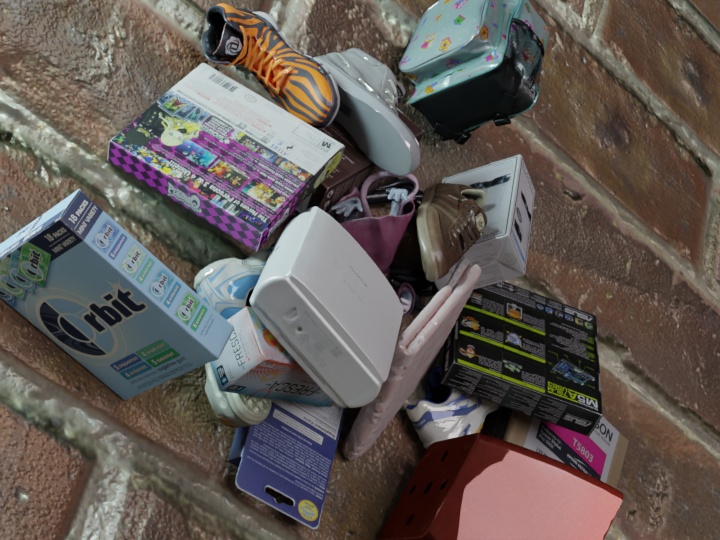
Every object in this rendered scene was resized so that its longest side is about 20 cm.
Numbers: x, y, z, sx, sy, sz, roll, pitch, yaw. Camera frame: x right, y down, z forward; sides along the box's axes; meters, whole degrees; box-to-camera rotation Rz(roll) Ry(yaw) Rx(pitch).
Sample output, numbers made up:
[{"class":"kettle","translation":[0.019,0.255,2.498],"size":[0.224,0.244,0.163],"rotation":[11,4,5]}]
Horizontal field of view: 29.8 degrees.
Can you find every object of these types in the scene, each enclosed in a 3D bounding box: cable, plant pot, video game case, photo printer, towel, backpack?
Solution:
[{"class":"cable","translation":[0.043,-0.052,1.683],"size":[0.199,0.051,0.164],"rotation":[36,52,-27]},{"class":"plant pot","translation":[0.142,0.291,1.523],"size":[0.176,0.200,0.201],"rotation":[37,67,-11]},{"class":"video game case","translation":[-0.145,-0.129,1.483],"size":[0.199,0.036,0.181],"rotation":[30,47,10]},{"class":"photo printer","translation":[-0.029,0.030,1.411],"size":[0.167,0.069,0.200],"rotation":[50,22,-14]},{"class":"towel","translation":[0.057,0.101,1.544],"size":[0.032,0.201,0.191],"rotation":[32,44,10]},{"class":"backpack","translation":[0.156,-0.291,1.797],"size":[0.154,0.175,0.201],"rotation":[49,43,-21]}]

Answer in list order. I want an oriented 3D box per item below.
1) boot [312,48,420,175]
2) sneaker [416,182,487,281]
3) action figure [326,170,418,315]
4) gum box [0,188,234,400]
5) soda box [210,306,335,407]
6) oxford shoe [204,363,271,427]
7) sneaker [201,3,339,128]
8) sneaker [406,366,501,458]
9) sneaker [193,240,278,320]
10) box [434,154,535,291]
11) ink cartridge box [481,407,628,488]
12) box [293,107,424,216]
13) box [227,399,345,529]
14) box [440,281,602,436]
[{"class":"boot","translation":[0.023,-0.196,1.588],"size":[0.095,0.074,0.200],"rotation":[-27,61,-34]},{"class":"sneaker","translation":[0.109,-0.055,1.576],"size":[0.200,0.075,0.071],"rotation":[-79,158,-61]},{"class":"action figure","translation":[0.000,0.000,1.576],"size":[0.149,0.133,0.202],"rotation":[-75,167,-57]},{"class":"gum box","translation":[-0.246,0.030,1.299],"size":[0.200,0.169,0.045],"rotation":[43,49,-21]},{"class":"soda box","translation":[-0.073,0.093,1.418],"size":[0.199,0.068,0.064],"rotation":[18,43,-55]},{"class":"oxford shoe","translation":[-0.143,0.082,1.457],"size":[0.075,0.058,0.201],"rotation":[16,48,-40]},{"class":"sneaker","translation":[-0.115,-0.234,1.547],"size":[0.200,0.078,0.112],"rotation":[45,23,30]},{"class":"sneaker","translation":[0.131,0.142,1.669],"size":[0.088,0.075,0.200],"rotation":[54,45,-11]},{"class":"sneaker","translation":[-0.110,0.016,1.449],"size":[0.073,0.072,0.200],"rotation":[60,26,3]},{"class":"box","translation":[0.153,-0.059,1.695],"size":[0.060,0.116,0.201],"rotation":[62,23,-27]},{"class":"ink cartridge box","translation":[0.243,0.234,1.736],"size":[0.200,0.075,0.166],"rotation":[41,51,-22]},{"class":"box","translation":[-0.025,-0.138,1.616],"size":[0.100,0.075,0.200],"rotation":[40,45,17]},{"class":"box","translation":[-0.077,0.174,1.493],"size":[0.121,0.032,0.201],"rotation":[34,51,-28]},{"class":"box","translation":[0.202,0.097,1.684],"size":[0.198,0.048,0.194],"rotation":[20,39,-8]}]
